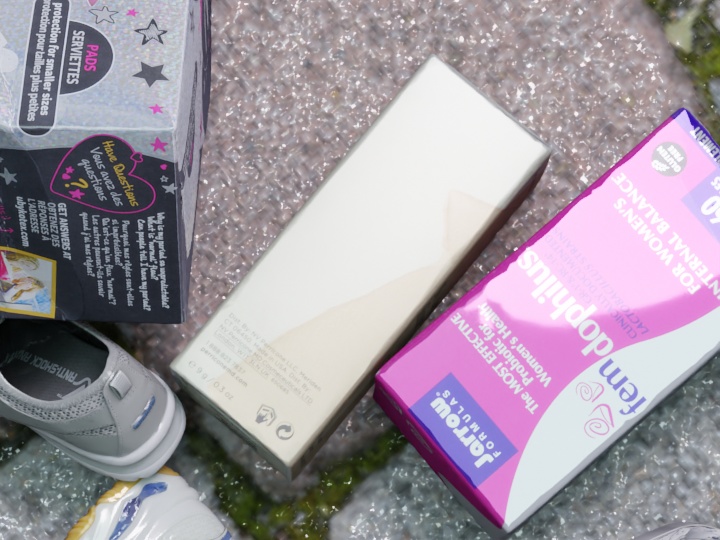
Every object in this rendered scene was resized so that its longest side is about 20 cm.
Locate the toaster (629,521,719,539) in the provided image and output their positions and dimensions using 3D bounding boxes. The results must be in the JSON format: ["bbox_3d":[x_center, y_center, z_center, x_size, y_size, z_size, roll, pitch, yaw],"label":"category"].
[{"bbox_3d":[0.117,0.195,1.113,0.199,0.129,0.114,-28,80,-5],"label":"toaster"}]

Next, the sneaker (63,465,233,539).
[{"bbox_3d":[-0.137,0.189,1.141,0.088,0.075,0.200,42,83,6],"label":"sneaker"}]

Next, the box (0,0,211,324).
[{"bbox_3d":[-0.130,-0.092,1.121,0.114,0.133,0.201,1,47,-1],"label":"box"}]

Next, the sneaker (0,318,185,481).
[{"bbox_3d":[-0.177,0.030,1.147,0.199,0.082,0.075,17,63,21],"label":"sneaker"}]

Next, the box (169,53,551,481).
[{"bbox_3d":[0.000,0.000,1.166,0.078,0.095,0.200,39,84,5],"label":"box"}]

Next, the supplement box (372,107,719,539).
[{"bbox_3d":[0.111,0.029,1.157,0.200,0.103,0.101,-41,83,-5],"label":"supplement box"}]
